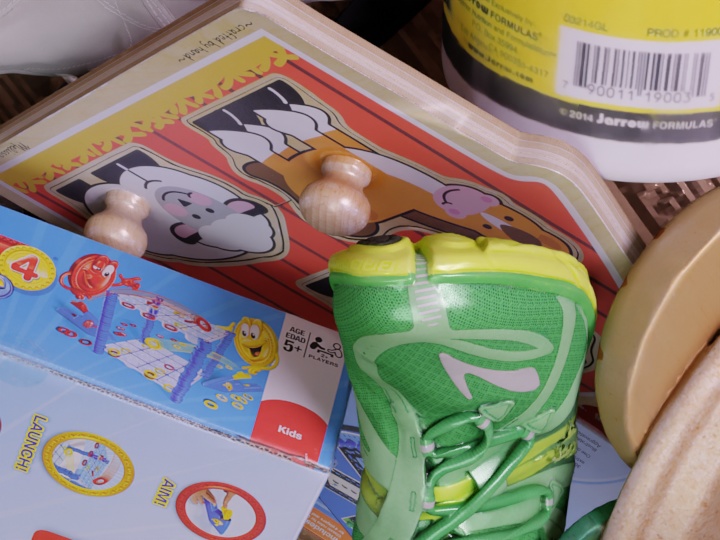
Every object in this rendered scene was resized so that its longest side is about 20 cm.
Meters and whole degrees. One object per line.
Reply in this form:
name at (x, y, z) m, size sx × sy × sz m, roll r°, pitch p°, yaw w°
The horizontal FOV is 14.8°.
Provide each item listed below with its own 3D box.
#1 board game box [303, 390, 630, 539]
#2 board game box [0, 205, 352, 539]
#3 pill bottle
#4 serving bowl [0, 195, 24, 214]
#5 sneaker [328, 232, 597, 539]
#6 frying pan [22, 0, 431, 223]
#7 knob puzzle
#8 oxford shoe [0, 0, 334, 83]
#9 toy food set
board game box at (0.069, 0.092, 0.958) m, size 0.200 × 0.019 × 0.103 m, roll 34°, pitch 122°, yaw -12°
board game box at (-0.124, 0.068, 0.862) m, size 0.196 × 0.056 × 0.200 m, roll 21°, pitch 134°, yaw -6°
pill bottle at (0.082, -0.134, 0.747) m, size 0.112 × 0.113 × 0.200 m, roll 7°, pitch 124°, yaw 6°
serving bowl at (-0.186, 0.038, 0.943) m, size 0.200 × 0.066 × 0.200 m, roll 6°, pitch 125°, yaw 8°
sneaker at (0.032, 0.053, 0.789) m, size 0.074 × 0.084 × 0.200 m, roll -1°, pitch 150°, yaw 8°
frying pan at (-0.041, -0.055, 0.871) m, size 0.115 × 0.031 × 0.190 m, roll 17°, pitch 124°, yaw -4°
knob puzzle at (0.000, 0.000, 0.818) m, size 0.219 × 0.030 × 0.220 m, roll 14°, pitch 155°, yaw 7°
oxford shoe at (-0.074, -0.086, 0.834) m, size 0.200 × 0.075 × 0.058 m, roll -2°, pitch 119°, yaw 20°
toy food set at (0.132, 0.053, 0.839) m, size 0.049 × 0.200 × 0.198 m, roll 38°, pitch 125°, yaw 34°
